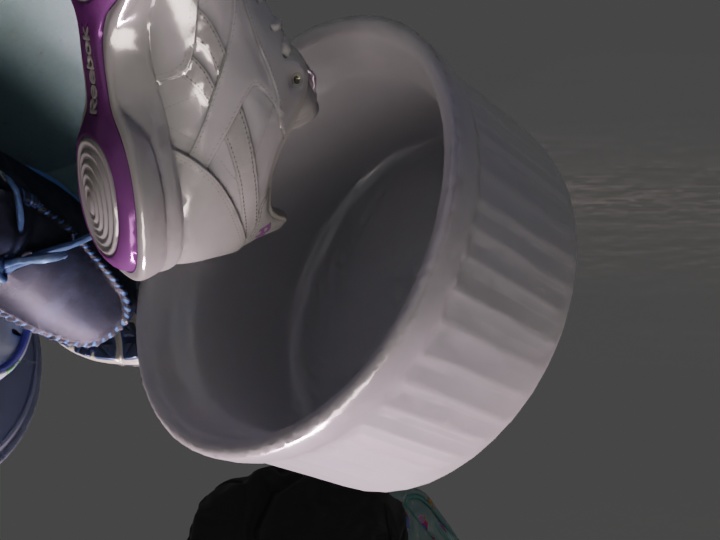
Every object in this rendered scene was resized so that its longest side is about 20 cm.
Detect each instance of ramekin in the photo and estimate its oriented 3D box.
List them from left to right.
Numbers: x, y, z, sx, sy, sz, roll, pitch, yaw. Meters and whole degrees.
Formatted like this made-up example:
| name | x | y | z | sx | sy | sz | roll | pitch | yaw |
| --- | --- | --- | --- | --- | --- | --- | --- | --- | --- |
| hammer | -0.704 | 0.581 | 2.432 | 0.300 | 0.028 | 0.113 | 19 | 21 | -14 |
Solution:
| name | x | y | z | sx | sy | sz | roll | pitch | yaw |
| --- | --- | --- | --- | --- | --- | --- | --- | --- | --- |
| ramekin | 0.000 | 0.000 | 0.827 | 0.200 | 0.202 | 0.097 | -22 | 143 | 40 |

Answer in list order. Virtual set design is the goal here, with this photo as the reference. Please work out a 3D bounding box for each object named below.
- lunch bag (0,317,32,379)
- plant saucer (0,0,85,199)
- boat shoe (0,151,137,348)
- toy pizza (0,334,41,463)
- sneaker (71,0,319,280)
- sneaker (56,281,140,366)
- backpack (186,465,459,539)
| name | x | y | z | sx | sy | sz | roll | pitch | yaw |
| --- | --- | --- | --- | --- | --- | --- | --- | --- | --- |
| lunch bag | -0.245 | -0.023 | 0.883 | 0.199 | 0.161 | 0.075 | 25 | 144 | -24 |
| plant saucer | -0.163 | -0.101 | 0.815 | 0.199 | 0.028 | 0.201 | -3 | 131 | -4 |
| boat shoe | -0.180 | -0.017 | 0.814 | 0.200 | 0.069 | 0.084 | 33 | 106 | -30 |
| toy pizza | -0.250 | 0.027 | 0.924 | 0.199 | 0.201 | 0.032 | 26 | 133 | -23 |
| sneaker | -0.067 | -0.100 | 0.759 | 0.099 | 0.075 | 0.201 | -10 | 113 | -29 |
| sneaker | -0.071 | 0.030 | 1.001 | 0.199 | 0.077 | 0.085 | -1 | 150 | 17 |
| backpack | -0.002 | 0.204 | 1.204 | 0.166 | 0.127 | 0.200 | 3 | 150 | 31 |
